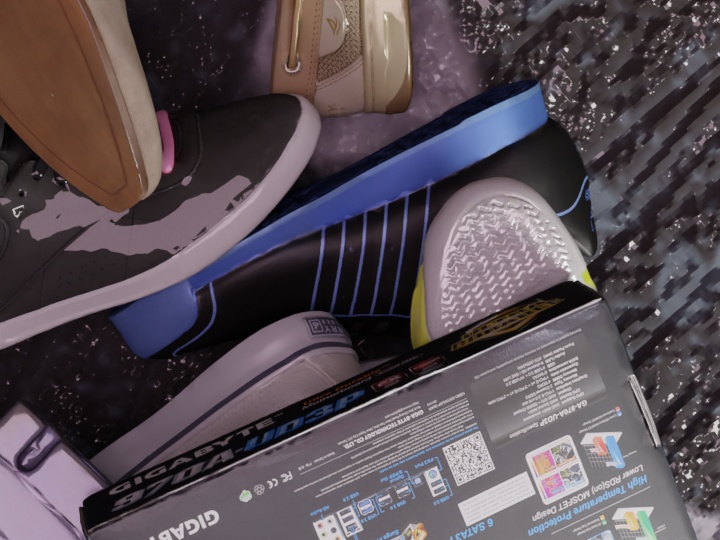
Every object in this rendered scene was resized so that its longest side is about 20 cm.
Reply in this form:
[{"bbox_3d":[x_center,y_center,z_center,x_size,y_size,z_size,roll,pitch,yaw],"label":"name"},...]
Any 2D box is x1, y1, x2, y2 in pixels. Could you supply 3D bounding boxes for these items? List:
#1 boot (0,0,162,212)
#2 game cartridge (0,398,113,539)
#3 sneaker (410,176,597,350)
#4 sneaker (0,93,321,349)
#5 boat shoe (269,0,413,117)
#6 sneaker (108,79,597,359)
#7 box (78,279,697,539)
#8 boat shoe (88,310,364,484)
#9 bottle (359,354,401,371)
[{"bbox_3d":[-0.100,-0.137,0.819,0.070,0.146,0.201,-24,100,41],"label":"boot"},{"bbox_3d":[-0.098,0.163,0.806,0.200,0.038,0.130,44,89,-2],"label":"game cartridge"},{"bbox_3d":[0.054,0.047,0.848,0.075,0.105,0.202,-15,114,-8],"label":"sneaker"},{"bbox_3d":[-0.118,-0.039,0.831,0.199,0.071,0.100,-24,126,9],"label":"sneaker"},{"bbox_3d":[-0.018,-0.159,0.849,0.064,0.071,0.202,-5,98,-2],"label":"boat shoe"},{"bbox_3d":[0.000,0.000,0.869,0.199,0.070,0.078,-26,100,4],"label":"sneaker"},{"bbox_3d":[0.021,0.116,0.765,0.199,0.046,0.160,-24,102,-6],"label":"box"},{"bbox_3d":[-0.068,0.102,0.853,0.200,0.071,0.070,-39,62,18],"label":"boat shoe"},{"bbox_3d":[0.014,0.137,0.880,0.083,0.065,0.202,-11,89,-34],"label":"bottle"}]
